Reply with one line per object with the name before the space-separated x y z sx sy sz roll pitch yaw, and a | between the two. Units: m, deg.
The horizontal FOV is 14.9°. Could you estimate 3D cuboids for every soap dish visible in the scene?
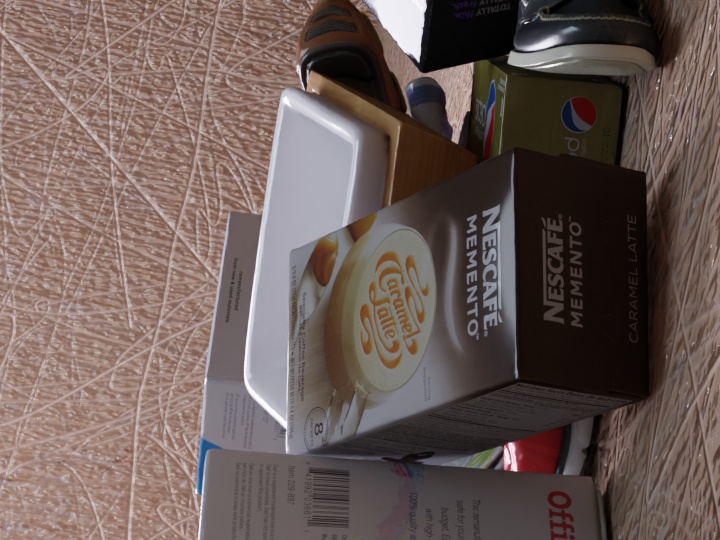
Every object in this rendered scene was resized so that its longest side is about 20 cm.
soap dish | 0.000 0.000 1.547 0.157 0.081 0.201 -144 59 -66

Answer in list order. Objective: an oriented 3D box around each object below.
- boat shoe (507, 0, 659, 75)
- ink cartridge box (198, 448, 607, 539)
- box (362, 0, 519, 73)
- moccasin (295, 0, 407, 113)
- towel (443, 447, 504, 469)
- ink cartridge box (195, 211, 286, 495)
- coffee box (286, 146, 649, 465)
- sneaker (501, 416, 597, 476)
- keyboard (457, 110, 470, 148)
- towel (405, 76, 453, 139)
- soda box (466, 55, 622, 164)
boat shoe | 0.109 -0.131 1.366 0.200 0.071 0.068 -92 4 -80
ink cartridge box | 0.019 0.169 1.326 0.146 0.199 0.088 -90 3 -53
box | 0.072 -0.226 1.492 0.106 0.122 0.201 53 146 41
moccasin | -0.001 -0.075 1.672 0.078 0.073 0.202 -89 -17 -53
towel | 0.020 0.135 1.558 0.171 0.048 0.200 -48 25 -7
ink cartridge box | -0.004 0.068 1.876 0.148 0.199 0.145 100 177 -52
coffee box | 0.048 0.024 1.329 0.200 0.079 0.115 -24 61 53
sneaker | 0.080 0.051 1.430 0.077 0.084 0.201 -96 12 -77
keyboard | 0.076 0.004 1.772 0.201 0.020 0.127 -76 -26 -43
towel | 0.066 -0.012 1.644 0.147 0.024 0.201 61 -167 -80
soda box | 0.099 -0.079 1.520 0.200 0.064 0.068 -103 18 -82
